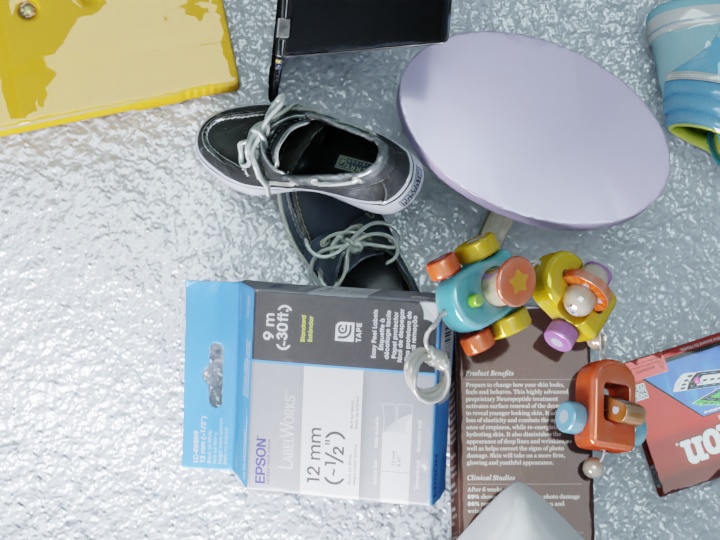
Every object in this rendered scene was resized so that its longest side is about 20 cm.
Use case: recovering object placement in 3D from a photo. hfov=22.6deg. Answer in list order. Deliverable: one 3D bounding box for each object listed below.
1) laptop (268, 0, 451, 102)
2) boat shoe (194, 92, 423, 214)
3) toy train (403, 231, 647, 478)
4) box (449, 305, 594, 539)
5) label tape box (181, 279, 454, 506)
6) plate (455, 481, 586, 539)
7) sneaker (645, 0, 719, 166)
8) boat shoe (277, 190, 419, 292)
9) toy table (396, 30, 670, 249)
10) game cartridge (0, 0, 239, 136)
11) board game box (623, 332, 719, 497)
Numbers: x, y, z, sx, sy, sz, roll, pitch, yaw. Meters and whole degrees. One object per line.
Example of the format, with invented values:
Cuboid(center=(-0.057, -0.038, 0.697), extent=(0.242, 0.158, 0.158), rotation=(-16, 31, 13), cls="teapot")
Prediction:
Cuboid(center=(0.001, -0.230, 1.303), extent=(0.115, 0.200, 0.188), rotation=(6, 79, -4), cls="laptop")
Cuboid(center=(-0.051, -0.087, 1.295), extent=(0.199, 0.068, 0.074), rotation=(21, 84, 36), cls="boat shoe")
Cuboid(center=(0.129, 0.053, 1.231), extent=(0.199, 0.056, 0.151), rotation=(18, 71, -30), cls="toy train")
Cuboid(center=(0.114, 0.129, 1.305), extent=(0.100, 0.075, 0.201), rotation=(1, 81, -2), cls="box")
Cuboid(center=(-0.037, 0.084, 1.274), extent=(0.199, 0.066, 0.144), rotation=(3, 95, 10), cls="label tape box")
Cuboid(center=(0.112, 0.281, 1.250), extent=(0.200, 0.032, 0.200), rotation=(43, 96, -9), cls="plate")
Cuboid(center=(0.318, -0.139, 1.362), extent=(0.199, 0.080, 0.131), rotation=(-3, 78, 7), cls="sneaker")
Cuboid(center=(0.000, 0.000, 1.328), extent=(0.075, 0.062, 0.201), rotation=(-25, 81, -6), cls="boat shoe")
Cuboid(center=(0.121, -0.092, 1.323), extent=(0.199, 0.117, 0.184), rotation=(33, 79, 3), cls="toy table")
Cuboid(center=(-0.205, -0.203, 1.375), extent=(0.199, 0.032, 0.177), rotation=(-11, 80, -7), cls="game cartridge")
Cuboid(center=(0.301, 0.090, 1.347), extent=(0.199, 0.019, 0.103), rotation=(-17, 82, -6), cls="board game box")
